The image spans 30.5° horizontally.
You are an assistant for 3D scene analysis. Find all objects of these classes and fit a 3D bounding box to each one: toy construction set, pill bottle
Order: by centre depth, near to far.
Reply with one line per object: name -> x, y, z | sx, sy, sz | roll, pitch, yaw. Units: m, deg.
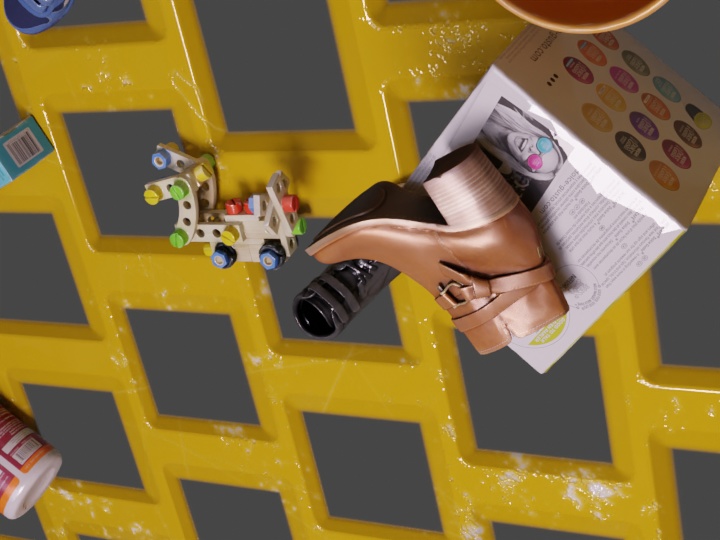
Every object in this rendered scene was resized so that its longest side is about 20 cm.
toy construction set -> -0.131, -0.066, 1.380 | 0.198, 0.092, 0.133 | 10, 124, 38
pill bottle -> -0.506, 0.231, 1.763 | 0.199, 0.110, 0.110 | 37, 130, 6

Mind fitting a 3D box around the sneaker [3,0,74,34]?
sneaker -> -0.319, -0.304, 1.339 | 0.074, 0.082, 0.199 | 48, 132, -7

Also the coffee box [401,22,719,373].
coffee box -> 0.168, -0.078, 1.118 | 0.197, 0.200, 0.201 | 40, 130, 2

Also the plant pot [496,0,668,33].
plant pot -> 0.185, -0.303, 0.979 | 0.197, 0.183, 0.203 | 15, 125, 22

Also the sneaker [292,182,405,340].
sneaker -> 0.000, 0.000, 1.332 | 0.071, 0.099, 0.201 | 41, 129, 3

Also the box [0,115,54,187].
box -> -0.451, -0.108, 1.537 | 0.198, 0.082, 0.050 | -23, 107, 38

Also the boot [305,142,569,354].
boot -> 0.059, 0.001, 1.057 | 0.198, 0.074, 0.156 | -20, 111, 41
